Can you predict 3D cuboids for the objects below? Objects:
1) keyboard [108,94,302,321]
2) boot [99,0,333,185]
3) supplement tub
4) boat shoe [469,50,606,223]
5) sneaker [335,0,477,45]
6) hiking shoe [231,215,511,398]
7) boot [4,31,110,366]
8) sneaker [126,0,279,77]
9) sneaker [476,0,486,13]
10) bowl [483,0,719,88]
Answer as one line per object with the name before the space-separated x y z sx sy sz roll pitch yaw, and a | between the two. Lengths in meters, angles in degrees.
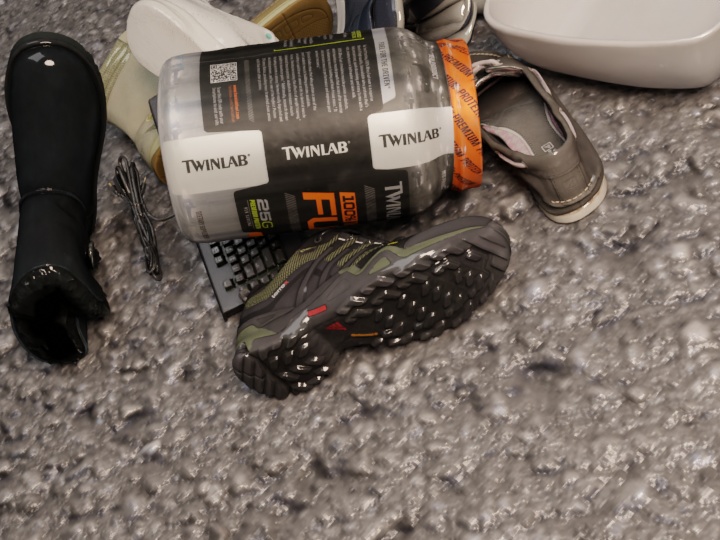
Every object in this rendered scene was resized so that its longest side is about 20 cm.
keyboard | -0.123 -0.054 0.963 0.126 0.021 0.202 -28 61 8
boot | -0.130 -0.177 1.085 0.200 0.072 0.154 -46 46 -5
supplement tub | -0.025 -0.089 0.836 0.197 0.123 0.123 -7 45 1
boat shoe | 0.105 -0.110 0.881 0.066 0.057 0.201 -34 42 2
sneaker | 0.034 -0.203 0.956 0.146 0.076 0.205 -39 34 54
hiking shoe | 0.000 0.000 0.837 0.198 0.076 0.101 -24 46 14
boot | -0.225 -0.050 0.960 0.075 0.202 0.169 -2 40 -11
sneaker | -0.078 -0.143 0.959 0.200 0.076 0.088 44 42 15
sneaker | 0.100 -0.275 1.037 0.079 0.077 0.202 -11 50 8
bowl | 0.204 -0.204 0.889 0.199 0.075 0.201 17 63 41
